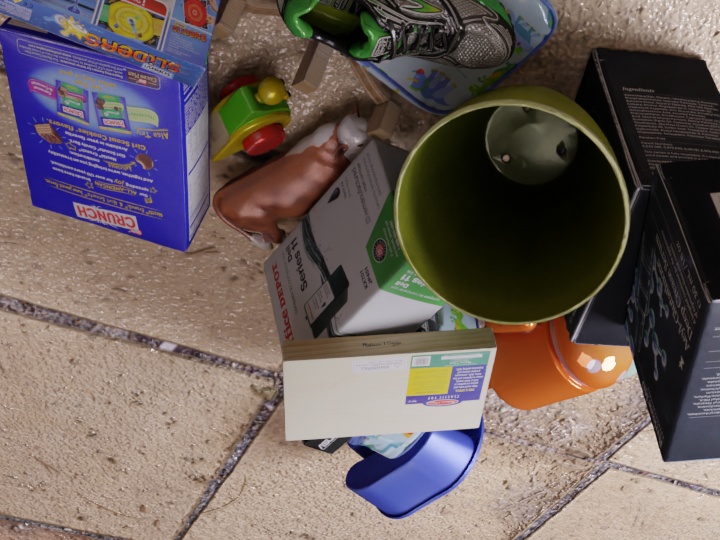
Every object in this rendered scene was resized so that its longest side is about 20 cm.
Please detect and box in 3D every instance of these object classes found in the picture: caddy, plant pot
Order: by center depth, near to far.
[{"bbox_3d":[0.140,-0.085,0.870,0.184,0.200,0.190,7,118,13],"label":"plant pot"},{"bbox_3d":[0.070,0.229,1.289,0.105,0.143,0.199,35,125,-27],"label":"caddy"}]

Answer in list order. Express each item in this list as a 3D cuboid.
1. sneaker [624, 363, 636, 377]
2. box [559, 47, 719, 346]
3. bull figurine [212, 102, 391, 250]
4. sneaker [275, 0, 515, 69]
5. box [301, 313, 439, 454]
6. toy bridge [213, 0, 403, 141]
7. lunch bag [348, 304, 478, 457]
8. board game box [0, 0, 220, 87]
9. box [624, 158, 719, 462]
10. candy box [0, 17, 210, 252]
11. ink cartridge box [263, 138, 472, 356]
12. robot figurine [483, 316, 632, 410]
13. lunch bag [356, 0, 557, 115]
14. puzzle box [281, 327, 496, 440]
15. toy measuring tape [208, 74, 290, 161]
[{"bbox_3d":[0.315,0.034,1.154,0.117,0.074,0.201,-22,131,9],"label":"sneaker"},{"bbox_3d":[0.263,-0.066,0.953,0.122,0.198,0.202,3,136,-8],"label":"box"},{"bbox_3d":[-0.049,-0.086,1.010,0.198,0.066,0.122,-21,136,19],"label":"bull figurine"},{"bbox_3d":[0.027,-0.186,0.780,0.197,0.086,0.078,9,138,-13],"label":"sneaker"},{"bbox_3d":[0.003,0.061,1.068,0.047,0.202,0.193,21,132,-26],"label":"box"},{"bbox_3d":[-0.038,-0.191,0.901,0.199,0.068,0.027,29,162,-27],"label":"toy bridge"},{"bbox_3d":[0.049,0.096,1.127,0.082,0.162,0.201,22,129,-19],"label":"lunch bag"},{"bbox_3d":[-0.205,-0.243,0.790,0.198,0.137,0.034,19,155,-21],"label":"board game box"},{"bbox_3d":[0.290,0.033,0.808,0.105,0.150,0.202,-5,135,1],"label":"box"},{"bbox_3d":[-0.224,-0.132,0.915,0.167,0.077,0.202,16,134,8],"label":"candy box"},{"bbox_3d":[0.000,0.000,0.963,0.082,0.148,0.200,14,134,-36],"label":"ink cartridge box"},{"bbox_3d":[0.207,0.081,1.079,0.199,0.117,0.145,-25,101,43],"label":"robot figurine"},{"bbox_3d":[0.053,-0.233,0.852,0.199,0.083,0.160,30,127,-31],"label":"lunch bag"},{"bbox_3d":[0.024,0.110,0.955,0.197,0.026,0.134,-3,138,-6],"label":"puzzle box"},{"bbox_3d":[-0.120,-0.132,0.972,0.073,0.074,0.199,24,147,-25],"label":"toy measuring tape"}]
